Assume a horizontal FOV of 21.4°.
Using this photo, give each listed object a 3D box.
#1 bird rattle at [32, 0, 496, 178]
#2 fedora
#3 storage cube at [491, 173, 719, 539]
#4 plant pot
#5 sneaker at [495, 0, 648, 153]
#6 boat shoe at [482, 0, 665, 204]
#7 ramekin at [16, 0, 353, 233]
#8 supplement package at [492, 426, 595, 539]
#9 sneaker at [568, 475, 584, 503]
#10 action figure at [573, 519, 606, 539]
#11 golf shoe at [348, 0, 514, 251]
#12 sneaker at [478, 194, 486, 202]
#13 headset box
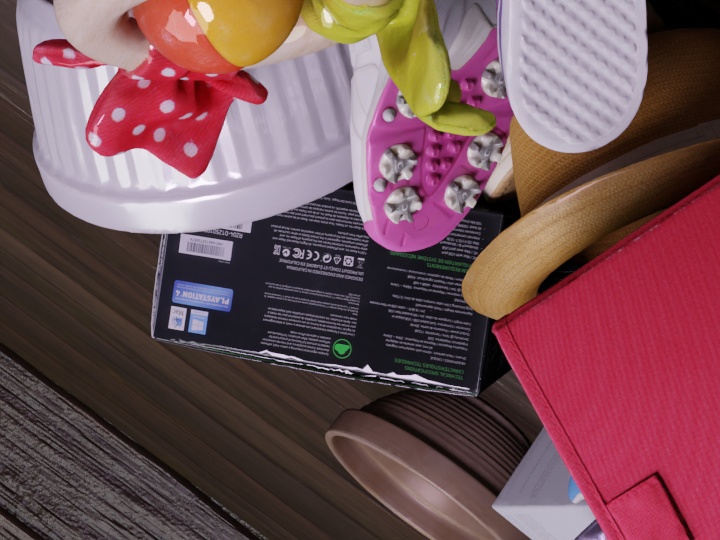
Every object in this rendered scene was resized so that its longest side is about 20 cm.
[{"bbox_3d":[-0.049,-0.107,0.729,0.198,0.114,0.163,-3,169,23],"label":"bird rattle"},{"bbox_3d":[0.127,-0.046,0.808,0.201,0.199,0.083,90,161,-71],"label":"fedora"},{"bbox_3d":[0.183,0.050,0.691,0.201,0.179,0.171,62,-162,16],"label":"storage cube"},{"bbox_3d":[0.076,0.159,1.572,0.200,0.093,0.201,34,164,12],"label":"plant pot"},{"bbox_3d":[0.079,-0.158,0.711,0.072,0.115,0.202,5,130,-2],"label":"sneaker"},{"bbox_3d":[0.087,-0.094,0.891,0.070,0.073,0.200,61,162,14],"label":"boat shoe"},{"bbox_3d":[-0.074,-0.116,0.935,0.199,0.200,0.106,22,136,42],"label":"ramekin"},{"bbox_3d":[0.190,0.140,1.229,0.117,0.117,0.200,39,165,-8],"label":"supplement package"},{"bbox_3d":[0.181,0.140,0.949,0.200,0.073,0.072,40,163,-15],"label":"sneaker"},{"bbox_3d":[0.203,0.219,1.067,0.199,0.070,0.130,37,-177,30],"label":"action figure"},{"bbox_3d":[0.024,-0.111,0.829,0.075,0.202,0.091,-2,-160,-29],"label":"golf shoe"},{"bbox_3d":[0.078,-0.005,1.139,0.199,0.071,0.099,32,169,31],"label":"sneaker"},{"bbox_3d":[0.000,0.000,1.029,0.172,0.094,0.200,9,-176,10],"label":"headset box"}]
